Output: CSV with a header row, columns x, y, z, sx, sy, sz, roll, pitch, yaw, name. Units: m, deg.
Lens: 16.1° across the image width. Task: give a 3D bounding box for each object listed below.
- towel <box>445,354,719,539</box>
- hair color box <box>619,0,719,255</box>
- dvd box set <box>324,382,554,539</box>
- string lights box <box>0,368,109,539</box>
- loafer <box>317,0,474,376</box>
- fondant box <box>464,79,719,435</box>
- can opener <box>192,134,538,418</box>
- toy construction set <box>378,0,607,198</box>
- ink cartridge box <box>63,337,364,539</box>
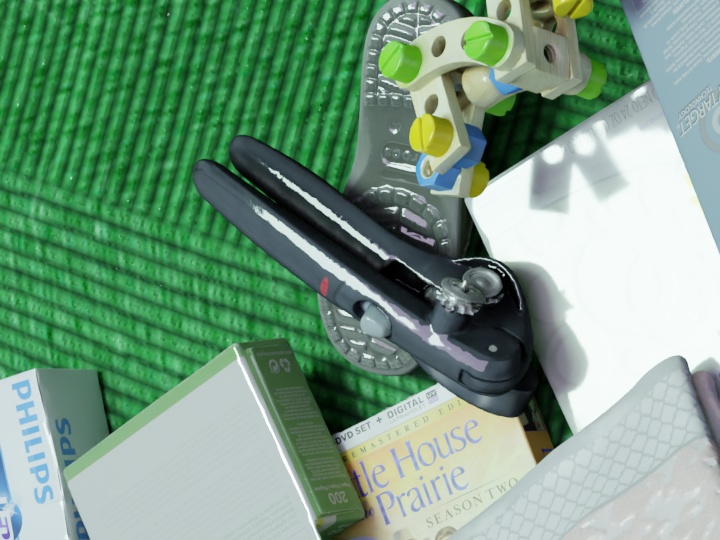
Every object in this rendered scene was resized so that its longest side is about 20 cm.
x,y,z,sx,sy,sz,roll,pitch,yaw,name
0.090,0.152,1.106,0.200,0.032,0.191,-40,29,23,towel
0.183,-0.085,1.123,0.061,0.099,0.201,-44,51,38,hair color box
0.050,0.161,1.255,0.146,0.029,0.201,-27,74,27,dvd box set
-0.231,0.128,1.403,0.199,0.059,0.103,-17,79,28,string lights box
0.032,-0.043,1.262,0.075,0.070,0.201,20,112,20,loafer
0.156,0.018,1.189,0.144,0.058,0.201,-32,73,25,fondant box
0.000,0.000,1.208,0.200,0.063,0.079,34,130,16,can opener
0.053,-0.144,1.157,0.131,0.092,0.201,-32,68,44,toy construction set
-0.059,0.155,1.282,0.145,0.048,0.201,-36,71,33,ink cartridge box
